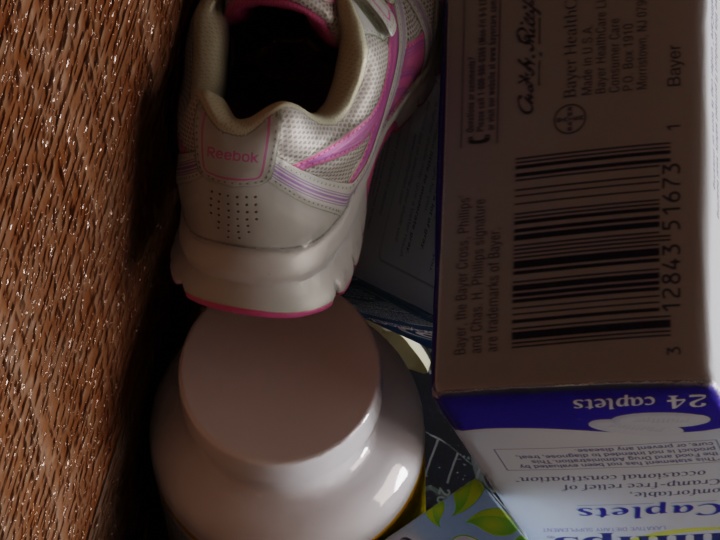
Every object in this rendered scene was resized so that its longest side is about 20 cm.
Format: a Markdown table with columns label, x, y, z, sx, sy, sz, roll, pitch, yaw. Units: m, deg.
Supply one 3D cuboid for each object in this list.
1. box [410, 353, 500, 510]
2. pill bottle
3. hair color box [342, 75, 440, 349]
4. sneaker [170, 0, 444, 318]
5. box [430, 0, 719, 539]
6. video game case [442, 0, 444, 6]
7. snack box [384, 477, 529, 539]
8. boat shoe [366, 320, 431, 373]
| label | x | y | z | sx | sy | sz | roll | pitch | yaw |
| --- | --- | --- | --- | --- | --- | --- | --- | --- | --- |
| box | 0.081 | 0.065 | 1.576 | 0.124 | 0.195 | 0.201 | 88 | 16 | -64 |
| pill bottle | -0.026 | 0.077 | 1.126 | 0.200 | 0.104 | 0.105 | 88 | 16 | -65 |
| hair color box | 0.023 | -0.028 | 1.208 | 0.200 | 0.060 | 0.101 | 27 | 75 | -57 |
| sneaker | -0.015 | -0.081 | 1.033 | 0.088 | 0.081 | 0.201 | 90 | 10 | -48 |
| box | 0.101 | 0.001 | 1.113 | 0.200 | 0.104 | 0.185 | 56 | 33 | -59 |
| video game case | 0.068 | -0.089 | 1.276 | 0.200 | 0.180 | 0.036 | 64 | 40 | -77 |
| snack box | -0.017 | 0.187 | 1.124 | 0.199 | 0.068 | 0.169 | -32 | 156 | -16 |
| boat shoe | 0.003 | 0.001 | 1.340 | 0.201 | 0.073 | 0.063 | 60 | 51 | -73 |
